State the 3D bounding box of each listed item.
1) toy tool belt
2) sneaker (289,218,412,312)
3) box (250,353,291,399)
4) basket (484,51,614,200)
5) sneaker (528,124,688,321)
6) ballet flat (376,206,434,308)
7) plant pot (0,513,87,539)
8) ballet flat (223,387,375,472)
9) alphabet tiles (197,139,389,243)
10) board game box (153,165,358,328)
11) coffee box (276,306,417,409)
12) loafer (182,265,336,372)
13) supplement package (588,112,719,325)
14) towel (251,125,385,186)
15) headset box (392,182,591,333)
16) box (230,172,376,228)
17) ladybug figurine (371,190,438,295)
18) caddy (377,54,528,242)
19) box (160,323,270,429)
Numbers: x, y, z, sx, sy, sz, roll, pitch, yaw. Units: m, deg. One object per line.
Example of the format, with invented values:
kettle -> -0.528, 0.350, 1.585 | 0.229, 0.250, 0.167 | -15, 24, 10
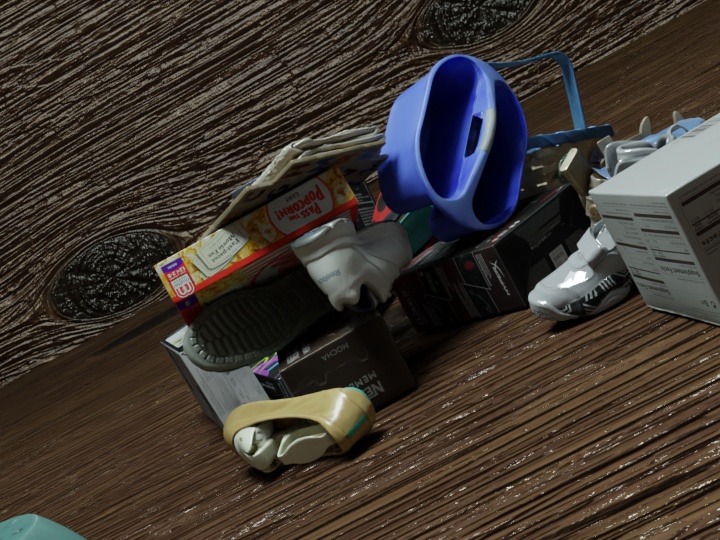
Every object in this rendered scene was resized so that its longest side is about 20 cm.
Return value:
toy tool belt -> 0.289, -0.098, 1.219 | 0.199, 0.123, 0.125 | -32, 9, -19
sneaker -> 0.000, 0.000, 1.248 | 0.074, 0.088, 0.200 | -27, -9, 26
box -> -0.054, 0.099, 1.519 | 0.143, 0.036, 0.200 | -32, 9, -15
basket -> 0.208, -0.148, 1.472 | 0.176, 0.201, 0.139 | -17, -2, -39
sneaker -> 0.222, -0.043, 1.117 | 0.199, 0.115, 0.075 | -27, 16, 10
ballet flat -> 0.019, -0.012, 1.451 | 0.200, 0.073, 0.073 | -47, 4, 12
plant pot -> -0.196, 0.238, 0.717 | 0.200, 0.162, 0.201 | -28, 9, 5
ballet flat -> -0.071, 0.151, 1.164 | 0.199, 0.069, 0.063 | -23, 24, 44
alphabet tiles -> -0.064, -0.071, 1.261 | 0.199, 0.006, 0.166 | -18, -17, -46
board game box -> -0.098, -0.017, 1.268 | 0.199, 0.046, 0.152 | -30, -12, -7
coffee box -> -0.019, 0.090, 1.289 | 0.113, 0.080, 0.200 | -29, 8, 0
loafer -> -0.091, 0.054, 1.275 | 0.199, 0.075, 0.070 | -24, -17, -33
supplement package -> 0.305, -0.060, 0.973 | 0.199, 0.111, 0.156 | -30, 9, -7
towel -> -0.069, -0.081, 1.308 | 0.132, 0.035, 0.200 | -17, -18, -45
headset box -> 0.136, -0.010, 1.374 | 0.148, 0.075, 0.200 | -36, 10, -35
box -> -0.050, -0.047, 1.707 | 0.123, 0.199, 0.200 | -26, -3, 19
ladybug figurine -> 0.065, -0.054, 1.516 | 0.135, 0.201, 0.072 | 29, 28, 36
caddy -> 0.104, -0.128, 1.330 | 0.105, 0.141, 0.201 | -27, 42, 49
box -> -0.172, 0.122, 1.509 | 0.060, 0.117, 0.200 | -33, 10, -12
